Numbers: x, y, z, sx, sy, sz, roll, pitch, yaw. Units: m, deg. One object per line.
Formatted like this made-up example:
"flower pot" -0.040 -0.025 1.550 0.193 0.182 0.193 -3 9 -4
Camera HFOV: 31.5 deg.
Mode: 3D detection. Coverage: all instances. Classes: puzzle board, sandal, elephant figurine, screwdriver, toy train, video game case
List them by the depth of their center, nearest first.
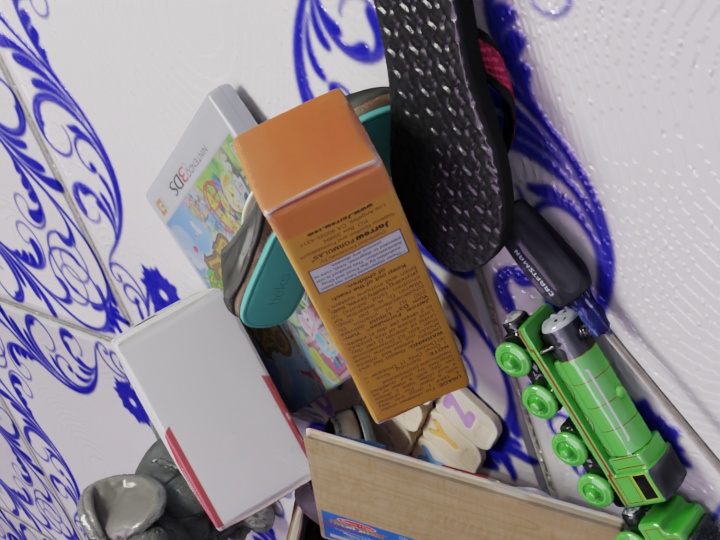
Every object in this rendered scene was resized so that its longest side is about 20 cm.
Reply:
"sandal" 0.047 -0.093 0.633 0.075 0.045 0.201 13 122 42
"screwdriver" 0.135 0.046 0.663 0.029 0.028 0.200 -36 88 31
"toy train" 0.144 0.103 0.707 0.056 0.042 0.200 -22 104 49
"puzzle board" 0.064 0.163 0.821 0.199 0.017 0.151 15 147 13
"video game case" -0.068 -0.006 0.878 0.200 0.022 0.182 56 152 3
"elephant figurine" -0.188 0.237 1.142 0.142 0.200 0.155 56 150 -7

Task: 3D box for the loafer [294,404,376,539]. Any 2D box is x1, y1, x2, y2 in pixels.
"loafer" -0.021 0.179 0.935 0.200 0.063 0.072 92 164 -44

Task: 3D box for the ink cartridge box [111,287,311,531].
"ink cartridge box" -0.113 0.096 0.935 0.147 0.083 0.200 62 168 -3

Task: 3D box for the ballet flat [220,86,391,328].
"ballet flat" -0.035 -0.050 0.743 0.200 0.068 0.069 -52 46 37

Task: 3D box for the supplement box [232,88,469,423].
"supplement box" 0.000 0.000 0.697 0.067 0.069 0.200 64 -179 42

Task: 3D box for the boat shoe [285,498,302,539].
"boat shoe" -0.027 0.230 1.061 0.065 0.072 0.201 7 126 3

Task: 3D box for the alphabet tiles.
"alphabet tiles" 0.009 0.071 0.881 0.196 0.015 0.200 43 149 16
